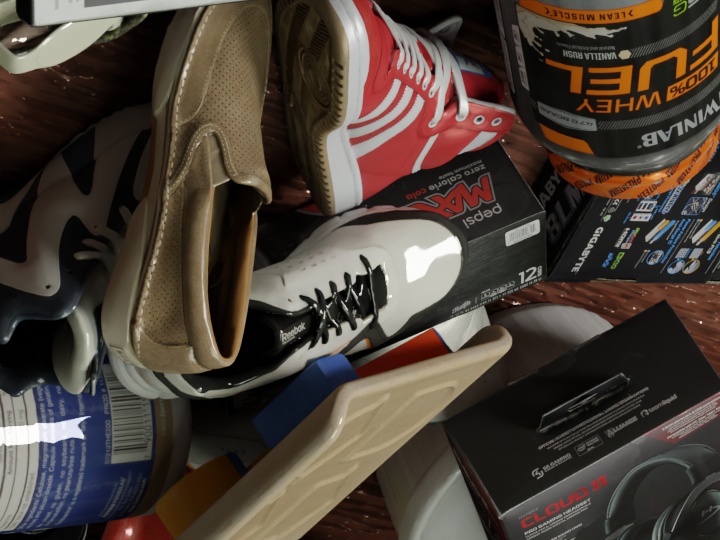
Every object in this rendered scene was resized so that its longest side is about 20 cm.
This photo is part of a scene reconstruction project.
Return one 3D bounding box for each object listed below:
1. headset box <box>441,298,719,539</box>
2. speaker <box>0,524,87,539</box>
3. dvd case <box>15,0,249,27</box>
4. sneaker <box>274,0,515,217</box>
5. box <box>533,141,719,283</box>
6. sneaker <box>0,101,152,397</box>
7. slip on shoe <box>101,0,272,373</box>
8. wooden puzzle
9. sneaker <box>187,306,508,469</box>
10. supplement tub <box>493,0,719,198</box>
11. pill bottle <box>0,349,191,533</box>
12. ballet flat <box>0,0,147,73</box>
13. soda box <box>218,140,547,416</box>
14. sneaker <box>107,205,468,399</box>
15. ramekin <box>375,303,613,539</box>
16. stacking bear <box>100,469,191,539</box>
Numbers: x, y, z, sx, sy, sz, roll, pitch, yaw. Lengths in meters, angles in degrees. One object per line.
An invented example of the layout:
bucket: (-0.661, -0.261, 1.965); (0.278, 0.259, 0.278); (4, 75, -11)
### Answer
headset box: (0.140, 0.117, 1.609); (0.148, 0.077, 0.200); (-28, 145, -5)
speaker: (-0.215, 0.201, 1.600); (0.081, 0.081, 0.200); (-7, 137, -30)
dvd case: (-0.060, -0.194, 1.258); (0.199, 0.025, 0.151); (-10, 115, -27)
sneaker: (0.021, -0.104, 1.414); (0.112, 0.071, 0.200); (-23, 159, -10)
box: (0.213, -0.078, 1.619); (0.198, 0.050, 0.200); (-2, 133, -36)
sneaker: (-0.129, 0.001, 1.389); (0.198, 0.130, 0.080); (-20, 143, -17)
slip on shoe: (-0.068, -0.048, 1.350); (0.076, 0.060, 0.201); (34, 68, -56)
wooden puzzle: (-0.029, 0.095, 1.474); (0.185, 0.046, 0.200); (-43, 169, 29)
sneaker: (-0.018, 0.051, 1.596); (0.199, 0.076, 0.092); (-19, 120, -12)
supplement tub: (0.129, -0.136, 1.417); (0.122, 0.123, 0.200); (-26, 140, -9)
pill bottle: (-0.197, 0.082, 1.448); (0.199, 0.111, 0.111); (-4, 135, -33)
ballet flat: (-0.183, -0.112, 1.269); (0.200, 0.072, 0.072); (-17, 142, -20)
soda box: (0.000, 0.000, 1.532); (0.199, 0.071, 0.063); (-22, 144, -13)
sneaker: (-0.026, 0.023, 1.434); (0.199, 0.080, 0.074); (-22, 105, -22)
ramekin: (0.099, 0.108, 1.712); (0.202, 0.094, 0.203); (-21, 143, -17)
stacking bear: (-0.073, 0.196, 1.677); (0.122, 0.113, 0.200); (-62, 151, 0)
